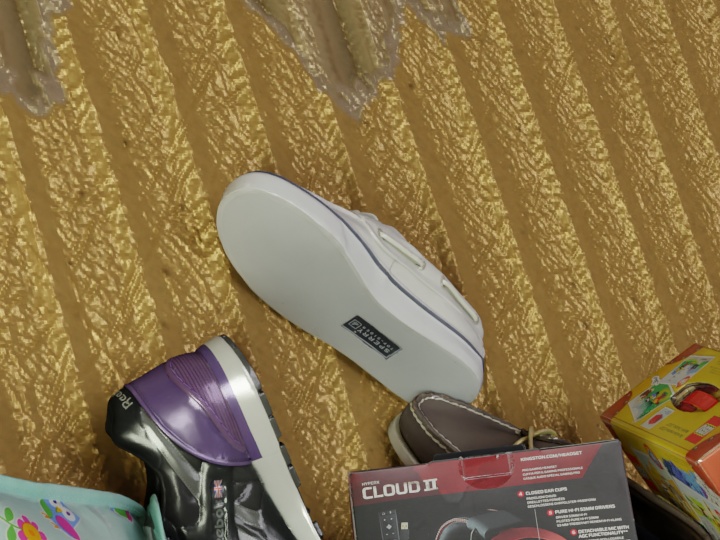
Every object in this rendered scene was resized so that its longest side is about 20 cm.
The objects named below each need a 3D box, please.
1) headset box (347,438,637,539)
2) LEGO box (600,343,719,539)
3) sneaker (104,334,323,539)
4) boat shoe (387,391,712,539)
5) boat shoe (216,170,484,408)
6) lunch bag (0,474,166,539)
[{"bbox_3d":[0.075,0.181,1.307,0.148,0.075,0.200,-8,61,0],"label":"headset box"},{"bbox_3d":[0.227,0.128,1.393,0.077,0.200,0.149,-37,98,-5],"label":"LEGO box"},{"bbox_3d":[-0.070,0.140,1.298,0.087,0.076,0.200,-26,99,-14],"label":"sneaker"},{"bbox_3d":[0.107,0.123,1.413,0.200,0.060,0.072,34,38,17],"label":"boat shoe"},{"bbox_3d":[0.000,0.000,1.432,0.200,0.072,0.066,37,41,-24],"label":"boat shoe"},{"bbox_3d":[-0.133,0.191,1.155,0.200,0.122,0.171,19,48,-58],"label":"lunch bag"}]
